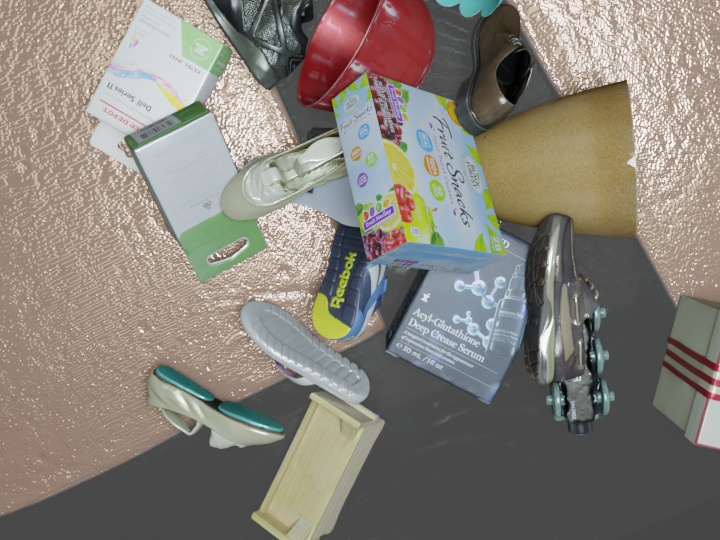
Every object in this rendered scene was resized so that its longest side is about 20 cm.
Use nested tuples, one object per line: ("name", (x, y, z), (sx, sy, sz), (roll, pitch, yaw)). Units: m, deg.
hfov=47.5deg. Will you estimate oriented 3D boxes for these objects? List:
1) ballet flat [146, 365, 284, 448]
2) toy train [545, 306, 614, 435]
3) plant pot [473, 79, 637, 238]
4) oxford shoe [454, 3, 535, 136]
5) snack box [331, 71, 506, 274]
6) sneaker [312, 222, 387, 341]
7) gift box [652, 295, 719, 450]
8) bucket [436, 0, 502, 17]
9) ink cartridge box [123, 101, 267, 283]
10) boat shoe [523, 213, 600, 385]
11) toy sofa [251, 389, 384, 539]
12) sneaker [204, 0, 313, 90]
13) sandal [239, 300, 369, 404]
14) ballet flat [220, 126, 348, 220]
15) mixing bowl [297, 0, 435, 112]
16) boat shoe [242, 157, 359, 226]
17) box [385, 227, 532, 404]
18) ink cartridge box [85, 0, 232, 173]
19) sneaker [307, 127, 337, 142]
("ballet flat", (-0.196, 0.193, 1.073), (0.199, 0.069, 0.070), (25, 97, 13))
("toy train", (0.269, 0.104, 1.042), (0.085, 0.114, 0.201), (-6, 95, 8))
("plant pot", (0.228, -0.126, 0.999), (0.199, 0.186, 0.187), (-3, 97, 17))
("oxford shoe", (0.177, -0.252, 0.983), (0.073, 0.084, 0.201), (34, 54, -31))
("snack box", (0.066, -0.104, 0.912), (0.068, 0.168, 0.201), (-28, 66, 41))
("sneaker", (0.000, 0.000, 1.062), (0.074, 0.082, 0.201), (18, 79, 26))
("gift box", (0.497, 0.130, 1.005), (0.199, 0.187, 0.186), (7, 97, 1))
("bucket", (0.121, -0.402, 0.910), (0.207, 0.207, 0.135), (41, 84, -4))
("ink cartridge box", (-0.202, -0.096, 1.025), (0.104, 0.059, 0.201), (-30, 125, -15))
("boat shoe", (0.235, 0.033, 0.954), (0.073, 0.075, 0.201), (1, 102, -7))
("toy sofa", (-0.055, 0.262, 1.093), (0.083, 0.098, 0.201), (28, 97, 22))
("sneaker", (-0.133, -0.339, 1.019), (0.114, 0.076, 0.200), (-36, 98, 3))
("sandal", (-0.081, 0.118, 1.076), (0.202, 0.083, 0.050), (37, 122, -2))
("ballet flat", (-0.082, -0.120, 0.974), (0.199, 0.069, 0.070), (-25, 96, 3))
("mixing bowl", (0.019, -0.264, 0.980), (0.108, 0.200, 0.201), (24, 97, -23))
("boat shoe", (-0.049, -0.111, 1.044), (0.199, 0.065, 0.074), (17, 112, 3))
("box", (0.140, 0.040, 1.041), (0.148, 0.107, 0.201), (26, 96, -1))
("ink cartridge box", (-0.263, -0.222, 1.037), (0.117, 0.067, 0.201), (29, 96, -3))
("sneaker", (0.032, -0.163, 1.044), (0.199, 0.076, 0.091), (11, 85, -4))
